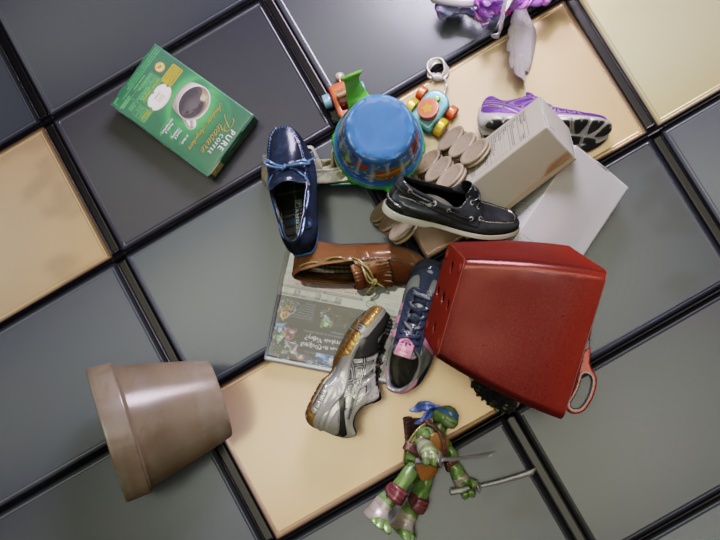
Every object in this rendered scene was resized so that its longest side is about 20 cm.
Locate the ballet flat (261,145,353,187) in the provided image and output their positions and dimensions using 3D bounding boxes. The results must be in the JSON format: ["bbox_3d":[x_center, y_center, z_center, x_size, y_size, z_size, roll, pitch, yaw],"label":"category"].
[{"bbox_3d":[-0.053,-0.157,1.711,0.200,0.067,0.062,-6,111,5],"label":"ballet flat"}]

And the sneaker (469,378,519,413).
[{"bbox_3d":[0.176,0.116,1.663,0.072,0.072,0.200,-33,91,-43],"label":"sneaker"}]

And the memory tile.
[{"bbox_3d":[0.100,-0.126,1.663,0.200,0.153,0.017,-47,114,1],"label":"memory tile"}]

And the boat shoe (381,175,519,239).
[{"bbox_3d":[0.132,-0.093,1.558,0.199,0.075,0.066,11,118,-11],"label":"boat shoe"}]

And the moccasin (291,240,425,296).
[{"bbox_3d":[0.000,-0.001,1.656,0.201,0.074,0.078,8,49,6],"label":"moccasin"}]

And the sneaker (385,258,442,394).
[{"bbox_3d":[0.079,0.085,1.609,0.070,0.082,0.200,15,112,16],"label":"sneaker"}]

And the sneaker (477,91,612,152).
[{"bbox_3d":[0.274,-0.229,1.688,0.200,0.081,0.084,7,55,-3],"label":"sneaker"}]

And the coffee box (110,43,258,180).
[{"bbox_3d":[-0.271,-0.244,1.761,0.200,0.044,0.123,35,88,9],"label":"coffee box"}]

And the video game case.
[{"bbox_3d":[-0.030,0.064,1.710,0.200,0.023,0.182,10,84,6],"label":"video game case"}]

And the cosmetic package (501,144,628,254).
[{"bbox_3d":[0.279,-0.073,1.647,0.113,0.081,0.200,37,85,-19],"label":"cosmetic package"}]

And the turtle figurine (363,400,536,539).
[{"bbox_3d":[0.111,0.300,1.606,0.200,0.144,0.194,35,91,12],"label":"turtle figurine"}]

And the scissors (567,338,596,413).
[{"bbox_3d":[0.334,0.110,1.672,0.073,0.014,0.200,24,85,11],"label":"scissors"}]

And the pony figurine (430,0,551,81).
[{"bbox_3d":[0.211,-0.404,1.690,0.200,0.167,0.193,18,77,23],"label":"pony figurine"}]

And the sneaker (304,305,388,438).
[{"bbox_3d":[0.000,0.150,1.659,0.088,0.076,0.200,29,90,-8],"label":"sneaker"}]

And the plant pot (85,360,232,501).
[{"bbox_3d":[-0.285,0.210,1.648,0.173,0.200,0.200,-18,81,-13],"label":"plant pot"}]

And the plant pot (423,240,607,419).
[{"bbox_3d":[0.190,0.056,1.512,0.176,0.200,0.200,14,99,-7],"label":"plant pot"}]

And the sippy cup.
[{"bbox_3d":[0.026,-0.190,1.621,0.178,0.130,0.140,31,86,3],"label":"sippy cup"}]

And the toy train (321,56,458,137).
[{"bbox_3d":[0.046,-0.253,1.723,0.200,0.056,0.150,-16,82,4],"label":"toy train"}]

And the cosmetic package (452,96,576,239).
[{"bbox_3d":[0.204,-0.145,1.629,0.200,0.105,0.071,-37,115,25],"label":"cosmetic package"}]

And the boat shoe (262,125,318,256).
[{"bbox_3d":[-0.095,-0.123,1.651,0.084,0.069,0.200,-19,73,8],"label":"boat shoe"}]
